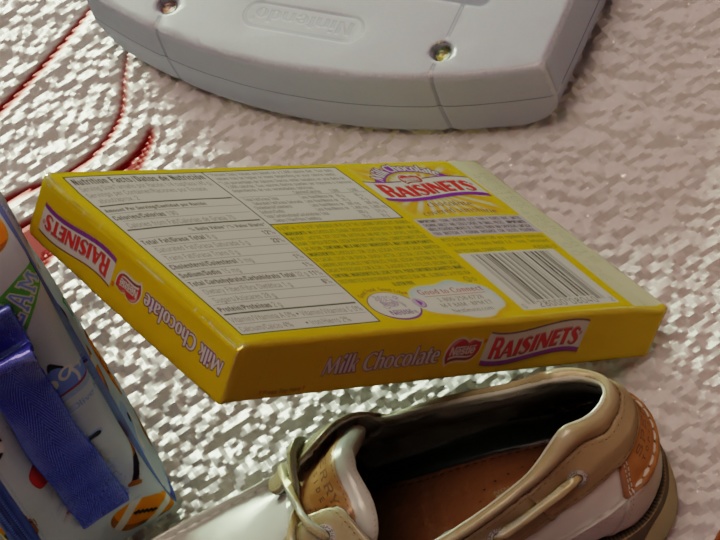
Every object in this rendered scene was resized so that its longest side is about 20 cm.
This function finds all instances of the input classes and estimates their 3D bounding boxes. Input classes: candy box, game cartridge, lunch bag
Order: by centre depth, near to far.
[{"bbox_3d":[0.000,0.000,0.955,0.102,0.199,0.027,37,117,37],"label":"candy box"},{"bbox_3d":[-0.136,0.009,0.970,0.075,0.200,0.160,-33,52,-5],"label":"lunch bag"},{"bbox_3d":[0.001,-0.118,1.120,0.199,0.041,0.134,12,57,27],"label":"game cartridge"}]

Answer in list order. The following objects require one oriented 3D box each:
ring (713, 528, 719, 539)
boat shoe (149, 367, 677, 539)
[{"bbox_3d":[0.170,0.020,0.873,0.019,0.200,0.200,46,76,-1],"label":"ring"},{"bbox_3d":[0.000,0.079,0.955,0.199,0.069,0.075,-21,51,4],"label":"boat shoe"}]
